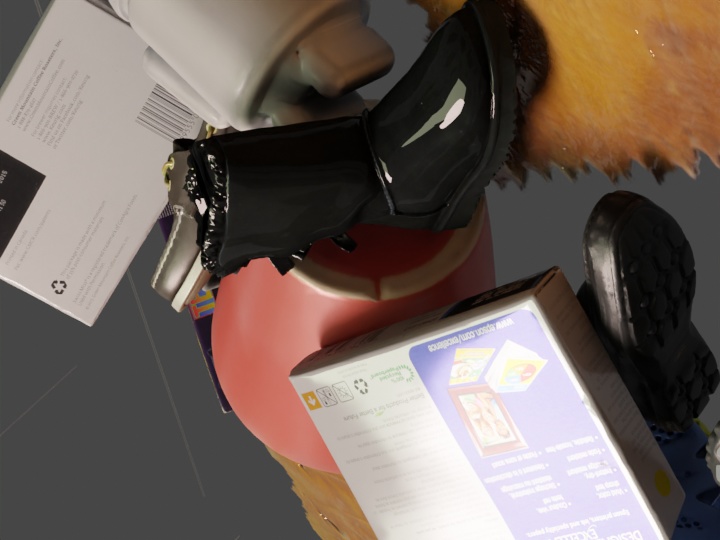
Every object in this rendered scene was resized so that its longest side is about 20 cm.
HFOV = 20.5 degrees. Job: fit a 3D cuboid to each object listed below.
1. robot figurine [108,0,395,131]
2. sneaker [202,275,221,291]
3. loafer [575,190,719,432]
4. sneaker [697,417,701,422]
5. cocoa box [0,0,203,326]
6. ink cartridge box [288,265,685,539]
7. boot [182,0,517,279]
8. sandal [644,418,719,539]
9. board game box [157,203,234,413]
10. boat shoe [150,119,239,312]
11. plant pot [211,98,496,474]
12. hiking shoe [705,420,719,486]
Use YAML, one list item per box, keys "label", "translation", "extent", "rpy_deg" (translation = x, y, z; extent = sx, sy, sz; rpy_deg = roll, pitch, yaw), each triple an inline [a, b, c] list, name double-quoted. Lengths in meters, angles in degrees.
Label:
- label: "robot figurine"
  translation: [-0.073, -0.161, 1.160]
  extent: [0.200, 0.113, 0.170]
  rpy_deg: [44, 125, 13]
- label: "sneaker"
  translation: [-0.026, 0.036, 1.375]
  extent: [0.199, 0.082, 0.070]
  rpy_deg: [36, 154, 24]
- label: "loafer"
  translation: [0.146, 0.022, 1.087]
  extent: [0.070, 0.068, 0.201]
  rpy_deg: [27, 160, 31]
- label: "sneaker"
  translation: [0.235, 0.184, 1.231]
  extent: [0.146, 0.077, 0.204]
  rpy_deg: [18, -130, -49]
- label: "cocoa box"
  translation: [-0.185, -0.093, 1.355]
  extent: [0.133, 0.201, 0.131]
  rpy_deg: [29, -164, -11]
- label: "ink cartridge box"
  translation: [0.079, 0.115, 1.115]
  extent: [0.197, 0.047, 0.201]
  rpy_deg: [-20, 105, 42]
- label: "boot"
  translation: [-0.010, -0.067, 1.074]
  extent: [0.199, 0.161, 0.074]
  rpy_deg: [108, 151, -61]
- label: "sandal"
  translation: [0.178, 0.161, 1.134]
  extent: [0.087, 0.079, 0.202]
  rpy_deg: [17, -132, -43]
- label: "board game box"
  translation: [-0.102, 0.001, 1.515]
  extent: [0.165, 0.056, 0.202]
  rpy_deg: [17, -126, -87]
- label: "boat shoe"
  translation: [-0.090, -0.072, 1.262]
  extent: [0.060, 0.203, 0.072]
  rpy_deg: [27, -166, 1]
- label: "plant pot"
  translation: [0.000, 0.000, 1.250]
  extent: [0.200, 0.200, 0.178]
  rpy_deg: [42, 156, 20]
- label: "hiking shoe"
  translation: [0.247, 0.116, 1.056]
  extent: [0.086, 0.075, 0.200]
  rpy_deg: [32, 170, 36]
